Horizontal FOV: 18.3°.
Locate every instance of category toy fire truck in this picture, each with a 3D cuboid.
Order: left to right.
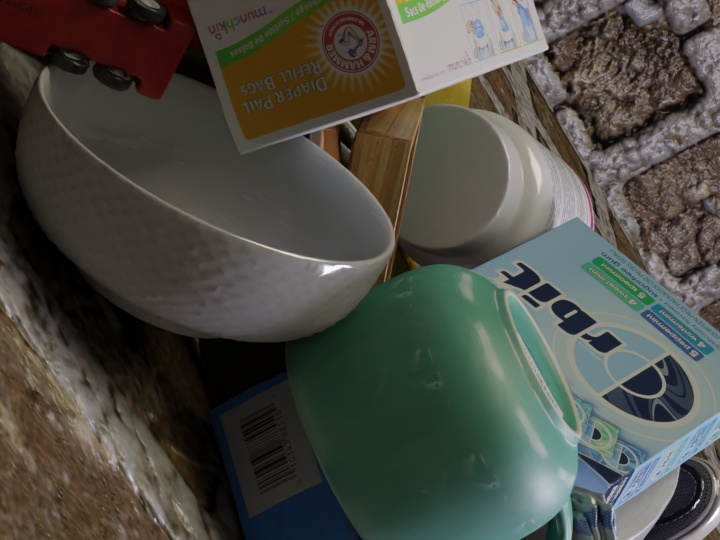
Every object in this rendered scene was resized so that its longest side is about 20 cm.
[{"bbox_3d":[-0.146,-0.150,1.175,0.199,0.049,0.141,20,22,-24],"label":"toy fire truck"}]

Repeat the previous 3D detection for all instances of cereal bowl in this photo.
[{"bbox_3d":[-0.087,-0.025,1.140,0.200,0.084,0.200,24,20,-9],"label":"cereal bowl"}]

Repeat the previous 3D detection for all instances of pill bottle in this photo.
[{"bbox_3d":[0.082,-0.045,1.510,0.114,0.113,0.200,65,13,16],"label":"pill bottle"}]

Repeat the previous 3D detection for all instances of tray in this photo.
[{"bbox_3d":[0.000,0.000,1.341,0.099,0.037,0.201,-72,172,-69],"label":"tray"}]

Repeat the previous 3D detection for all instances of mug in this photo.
[{"bbox_3d":[0.054,0.081,1.187,0.185,0.114,0.152,46,20,-52],"label":"mug"}]

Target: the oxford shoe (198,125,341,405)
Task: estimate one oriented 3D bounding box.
[{"bbox_3d":[-0.040,-0.014,1.258,0.071,0.071,0.201,31,66,-58],"label":"oxford shoe"}]

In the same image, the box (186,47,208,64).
[{"bbox_3d":[-0.108,-0.232,1.341,0.176,0.097,0.200,42,25,-31],"label":"box"}]

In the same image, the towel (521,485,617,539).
[{"bbox_3d":[0.102,0.210,1.282,0.147,0.024,0.201,14,-68,58],"label":"towel"}]

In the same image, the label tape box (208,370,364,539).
[{"bbox_3d":[0.003,0.158,1.237,0.200,0.066,0.144,48,19,-55],"label":"label tape box"}]

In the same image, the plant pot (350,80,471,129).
[{"bbox_3d":[0.001,-0.149,1.602,0.142,0.199,0.200,66,12,-3],"label":"plant pot"}]

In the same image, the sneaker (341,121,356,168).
[{"bbox_3d":[-0.076,-0.122,1.489,0.200,0.076,0.116,49,3,0],"label":"sneaker"}]

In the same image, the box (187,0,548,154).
[{"bbox_3d":[0.007,-0.138,1.195,0.200,0.112,0.102,-27,99,-63],"label":"box"}]

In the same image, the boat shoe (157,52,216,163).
[{"bbox_3d":[-0.089,-0.045,1.302,0.074,0.066,0.200,-59,137,-32],"label":"boat shoe"}]

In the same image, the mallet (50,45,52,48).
[{"bbox_3d":[-0.148,-0.115,1.309,0.200,0.066,0.041,7,48,-57],"label":"mallet"}]

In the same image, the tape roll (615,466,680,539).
[{"bbox_3d":[0.101,0.110,1.430,0.066,0.200,0.201,114,-39,-52],"label":"tape roll"}]

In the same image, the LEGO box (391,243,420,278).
[{"bbox_3d":[0.030,0.031,1.582,0.200,0.077,0.149,61,13,-2],"label":"LEGO box"}]

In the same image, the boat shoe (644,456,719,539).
[{"bbox_3d":[0.141,0.155,1.507,0.093,0.199,0.075,39,43,-49],"label":"boat shoe"}]

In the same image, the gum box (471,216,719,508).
[{"bbox_3d":[0.134,0.058,1.378,0.170,0.045,0.200,41,38,21],"label":"gum box"}]
